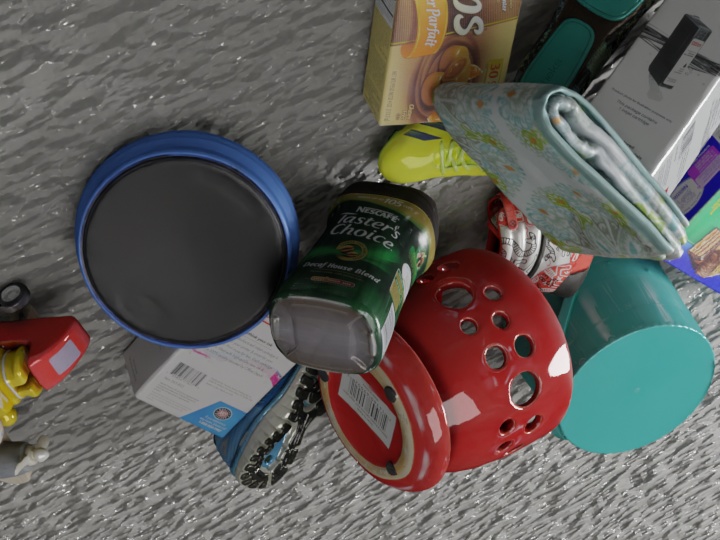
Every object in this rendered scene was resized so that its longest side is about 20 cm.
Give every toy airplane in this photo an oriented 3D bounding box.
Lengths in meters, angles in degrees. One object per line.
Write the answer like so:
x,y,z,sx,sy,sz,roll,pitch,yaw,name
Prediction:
-0.357,0.112,1.306,0.199,0.141,0.199,11,123,-30,toy airplane

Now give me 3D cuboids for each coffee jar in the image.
0.000,0.000,1.317,0.104,0.200,0.086,8,127,17,coffee jar

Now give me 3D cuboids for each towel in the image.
0.166,-0.083,1.242,0.200,0.171,0.048,45,73,-26,towel

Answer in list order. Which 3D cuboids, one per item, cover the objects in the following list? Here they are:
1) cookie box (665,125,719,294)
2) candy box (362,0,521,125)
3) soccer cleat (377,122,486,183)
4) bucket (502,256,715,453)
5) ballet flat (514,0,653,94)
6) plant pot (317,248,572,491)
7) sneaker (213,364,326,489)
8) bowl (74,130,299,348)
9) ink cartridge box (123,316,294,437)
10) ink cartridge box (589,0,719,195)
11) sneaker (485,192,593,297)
0.405,-0.059,1.526,0.200,0.075,0.171,25,114,-37,cookie box
0.074,-0.223,1.263,0.115,0.055,0.201,-6,129,-18,candy box
0.116,-0.112,1.354,0.199,0.084,0.065,-13,132,-12,soccer cleat
0.260,0.083,1.543,0.206,0.135,0.208,-11,130,-13,bucket
0.205,-0.219,1.306,0.200,0.074,0.074,-50,130,4,ballet flat
0.071,0.102,1.406,0.182,0.200,0.201,-26,137,-30,plant pot
-0.079,0.113,1.466,0.200,0.090,0.078,-53,143,-4,sneaker
-0.153,-0.022,1.297,0.200,0.039,0.201,0,114,0,bowl
-0.117,0.054,1.408,0.115,0.068,0.200,31,112,-37,ink cartridge box
0.268,-0.147,1.303,0.200,0.084,0.144,-52,163,-14,ink cartridge box
0.190,-0.073,1.429,0.108,0.067,0.202,14,113,-16,sneaker
